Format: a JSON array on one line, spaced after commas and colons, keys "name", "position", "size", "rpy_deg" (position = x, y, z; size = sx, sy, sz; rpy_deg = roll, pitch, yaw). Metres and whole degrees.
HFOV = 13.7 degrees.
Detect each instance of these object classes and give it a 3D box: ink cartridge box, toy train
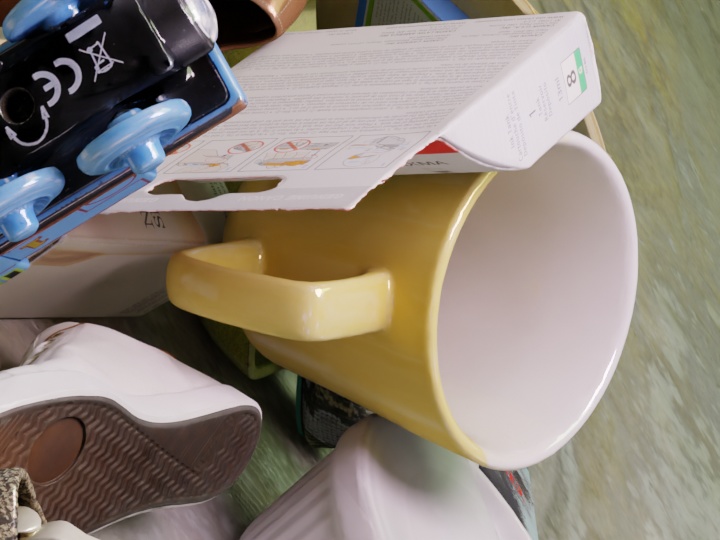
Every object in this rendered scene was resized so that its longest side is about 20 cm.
[{"name": "ink cartridge box", "position": [-0.014, -0.048, 1.237], "size": [0.200, 0.161, 0.050], "rpy_deg": [-43, 125, -48]}, {"name": "toy train", "position": [-0.136, -0.045, 1.130], "size": [0.087, 0.200, 0.114], "rpy_deg": [59, 7, 7]}]

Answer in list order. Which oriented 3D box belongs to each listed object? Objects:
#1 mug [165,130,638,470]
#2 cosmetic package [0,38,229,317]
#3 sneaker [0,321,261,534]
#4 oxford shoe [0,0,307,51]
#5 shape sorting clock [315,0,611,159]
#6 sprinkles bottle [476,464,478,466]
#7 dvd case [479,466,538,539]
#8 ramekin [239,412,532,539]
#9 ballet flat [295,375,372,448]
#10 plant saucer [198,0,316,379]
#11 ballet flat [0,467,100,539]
[{"name": "mug", "position": [0.011, -0.009, 1.328], "size": [0.153, 0.150, 0.187], "rpy_deg": [15, -17, 39]}, {"name": "cosmetic package", "position": [-0.133, -0.038, 1.321], "size": [0.105, 0.071, 0.200], "rpy_deg": [62, 18, 9]}, {"name": "sneaker", "position": [-0.126, 0.062, 1.215], "size": [0.085, 0.073, 0.200], "rpy_deg": [32, 12, 26]}, {"name": "oxford shoe", "position": [-0.118, -0.128, 1.349], "size": [0.071, 0.199, 0.071], "rpy_deg": [69, 28, -43]}, {"name": "shape sorting clock", "position": [0.049, -0.075, 1.419], "size": [0.200, 0.039, 0.200], "rpy_deg": [42, -33, 35]}, {"name": "sprinkles bottle", "position": [0.072, 0.176, 1.522], "size": [0.200, 0.068, 0.068], "rpy_deg": [56, 18, -7]}, {"name": "dvd case", "position": [0.054, 0.083, 1.641], "size": [0.146, 0.022, 0.200], "rpy_deg": [60, 7, -11]}, {"name": "ramekin", "position": [0.024, 0.171, 1.357], "size": [0.202, 0.094, 0.203], "rpy_deg": [49, 19, -24]}, {"name": "ballet flat", "position": [0.000, 0.000, 1.472], "size": [0.072, 0.072, 0.201], "rpy_deg": [-88, 174, -61]}, {"name": "plant saucer", "position": [-0.036, -0.058, 1.528], "size": [0.200, 0.048, 0.200], "rpy_deg": [-19, 114, -70]}, {"name": "ballet flat", "position": [-0.089, 0.158, 1.105], "size": [0.200, 0.075, 0.068], "rpy_deg": [56, 16, -8]}]
